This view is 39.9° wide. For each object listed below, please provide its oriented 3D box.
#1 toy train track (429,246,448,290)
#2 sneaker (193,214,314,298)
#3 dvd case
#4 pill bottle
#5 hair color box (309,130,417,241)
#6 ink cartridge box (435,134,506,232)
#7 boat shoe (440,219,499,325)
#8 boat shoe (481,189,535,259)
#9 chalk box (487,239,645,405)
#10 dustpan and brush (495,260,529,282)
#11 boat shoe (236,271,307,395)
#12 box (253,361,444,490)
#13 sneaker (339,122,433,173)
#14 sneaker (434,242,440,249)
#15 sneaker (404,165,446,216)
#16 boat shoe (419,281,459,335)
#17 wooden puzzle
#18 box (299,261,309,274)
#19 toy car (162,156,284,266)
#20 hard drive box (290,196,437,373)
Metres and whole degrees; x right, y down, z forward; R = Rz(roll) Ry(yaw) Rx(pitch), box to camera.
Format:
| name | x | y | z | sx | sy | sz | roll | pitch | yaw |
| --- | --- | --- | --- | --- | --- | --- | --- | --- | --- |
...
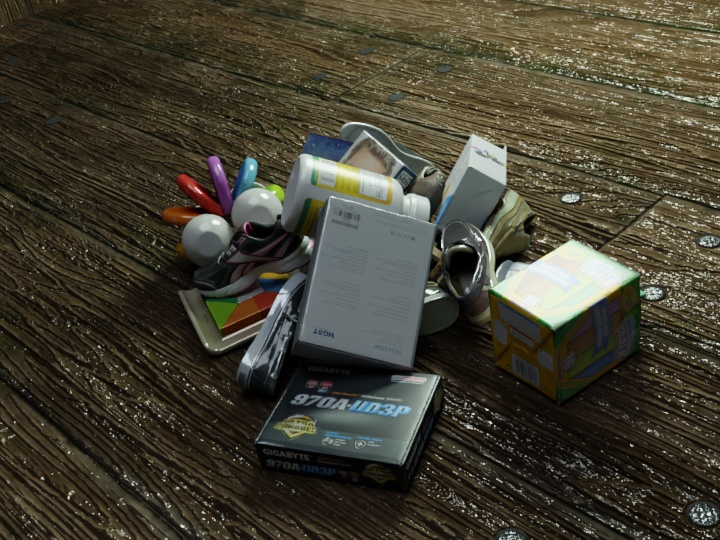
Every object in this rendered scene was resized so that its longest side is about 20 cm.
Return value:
| name | x | y | z | sx | sy | sz | roll | pitch | yaw |
| --- | --- | --- | --- | --- | --- | --- | --- | --- | --- |
| toy train track | 0.139 | -0.016 | 1.493 | 0.114 | 0.033 | 0.200 | 35 | 30 | -4 |
| sneaker | -0.170 | -0.032 | 1.492 | 0.198 | 0.087 | 0.081 | -22 | 29 | 16 |
| dvd case | -0.063 | -0.120 | 1.623 | 0.142 | 0.018 | 0.202 | 17 | 82 | 33 |
| pill bottle | -0.006 | -0.089 | 1.420 | 0.198 | 0.114 | 0.113 | 14 | 31 | -13 |
| hair color box | -0.015 | -0.105 | 1.539 | 0.100 | 0.060 | 0.201 | 42 | 97 | 28 |
| ink cartridge box | 0.175 | -0.135 | 1.558 | 0.067 | 0.116 | 0.200 | 27 | 26 | -4 |
| boat shoe | 0.145 | -0.012 | 1.373 | 0.072 | 0.065 | 0.201 | -31 | 38 | 19 |
| boat shoe | 0.224 | -0.054 | 1.503 | 0.076 | 0.072 | 0.200 | 32 | 43 | 4 |
| chalk box | 0.279 | 0.053 | 1.273 | 0.199 | 0.125 | 0.124 | -30 | 37 | -25 |
| dustpan and brush | 0.233 | 0.034 | 1.374 | 0.138 | 0.058 | 0.200 | 11 | 41 | 30 |
| boat shoe | -0.100 | 0.088 | 1.379 | 0.067 | 0.074 | 0.200 | 19 | 47 | 12 |
| box | -0.011 | 0.188 | 1.231 | 0.198 | 0.046 | 0.159 | 4 | 36 | 23 |
| sneaker | 0.032 | -0.203 | 1.721 | 0.199 | 0.071 | 0.099 | 24 | 6 | -30 |
| sneaker | 0.070 | -0.063 | 1.579 | 0.076 | 0.076 | 0.201 | 15 | 26 | -17 |
| sneaker | 0.108 | -0.130 | 1.597 | 0.076 | 0.070 | 0.200 | -50 | 10 | 8 |
| boat shoe | 0.036 | 0.064 | 1.384 | 0.199 | 0.073 | 0.060 | -12 | 31 | -13 |
| wooden puzzle | -0.167 | 0.038 | 1.512 | 0.198 | 0.038 | 0.185 | -21 | 34 | -14 |
| box | 0.000 | 0.000 | 1.445 | 0.198 | 0.042 | 0.039 | -1 | 6 | 32 |
| toy car | -0.225 | -0.107 | 1.603 | 0.198 | 0.151 | 0.175 | -27 | 15 | -5 |
| hard drive box | 0.005 | 0.024 | 1.303 | 0.154 | 0.077 | 0.202 | 15 | 72 | -8 |
